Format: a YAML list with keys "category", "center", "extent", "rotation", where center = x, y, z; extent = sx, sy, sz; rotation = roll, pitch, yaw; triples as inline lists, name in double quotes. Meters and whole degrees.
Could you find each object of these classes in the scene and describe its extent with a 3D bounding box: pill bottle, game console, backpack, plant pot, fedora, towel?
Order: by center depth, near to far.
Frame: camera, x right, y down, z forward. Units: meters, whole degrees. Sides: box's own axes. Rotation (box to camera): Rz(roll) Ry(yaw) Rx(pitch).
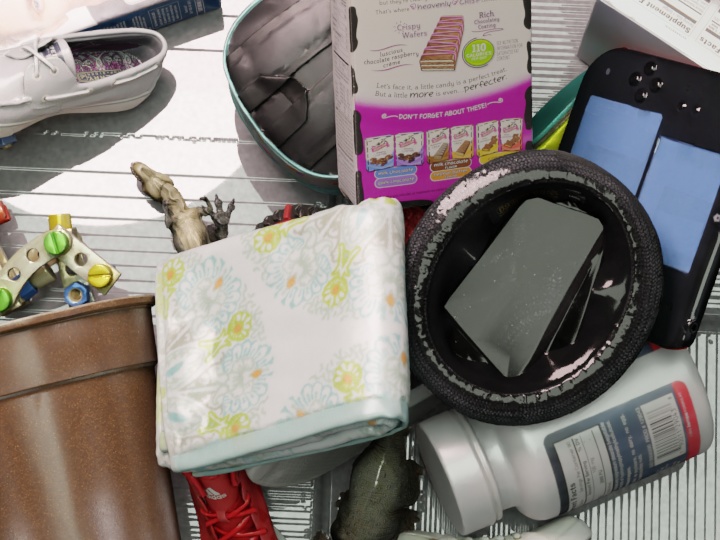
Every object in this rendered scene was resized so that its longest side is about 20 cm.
- category: "towel"
  center: [-0.058, 0.048, 1.550]
  extent: [0.200, 0.048, 0.171]
  rotation: [-14, 65, 25]
- category: "fedora"
  center: [0.118, 0.012, 1.584]
  extent: [0.200, 0.092, 0.201]
  rotation: [0, 91, 0]
- category: "plant pot"
  center: [-0.222, 0.137, 1.606]
  extent: [0.200, 0.200, 0.199]
  rotation: [-15, 87, -4]
- category: "game console"
  center: [0.207, -0.057, 1.617]
  extent: [0.031, 0.177, 0.200]
  rotation: [16, 95, -39]
- category: "pill bottle"
  center: [0.149, 0.116, 1.636]
  extent: [0.200, 0.120, 0.120]
  rotation: [-22, 80, -9]
- category: "backpack"
  center: [-0.004, -0.158, 1.676]
  extent: [0.200, 0.153, 0.176]
  rotation: [-39, 90, -11]

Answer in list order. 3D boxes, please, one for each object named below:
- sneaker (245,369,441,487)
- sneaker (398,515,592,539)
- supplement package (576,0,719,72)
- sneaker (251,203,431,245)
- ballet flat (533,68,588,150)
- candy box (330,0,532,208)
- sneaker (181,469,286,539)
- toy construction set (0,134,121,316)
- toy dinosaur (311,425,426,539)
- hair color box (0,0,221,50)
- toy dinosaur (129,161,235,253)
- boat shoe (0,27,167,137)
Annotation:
- category: "sneaker"
  center: [-0.030, 0.090, 1.643]
  extent: [0.200, 0.071, 0.099]
  rotation: [-23, 68, -41]
- category: "sneaker"
  center: [0.073, 0.217, 1.643]
  extent: [0.200, 0.073, 0.085]
  rotation: [-26, 82, -4]
- category: "supplement package"
  center: [0.288, -0.225, 1.694]
  extent: [0.151, 0.152, 0.200]
  rotation: [34, 80, 6]
- category: "sneaker"
  center: [0.000, 0.000, 1.676]
  extent: [0.200, 0.096, 0.079]
  rotation: [-6, 59, 29]
- category: "ballet flat"
  center: [0.132, -0.075, 1.715]
  extent: [0.200, 0.067, 0.067]
  rotation: [-41, 103, -5]
- category: "candy box"
  center: [0.051, -0.151, 1.571]
  extent: [0.136, 0.061, 0.200]
  rotation: [-8, 113, -15]
- category: "sneaker"
  center: [-0.100, 0.190, 1.620]
  extent: [0.078, 0.116, 0.200]
  rotation: [-22, 76, 5]
- category: "toy construction set"
  center: [-0.276, -0.048, 1.682]
  extent: [0.131, 0.092, 0.200]
  rotation: [-27, 76, 5]
- category: "toy dinosaur"
  center: [0.013, 0.163, 1.582]
  extent: [0.077, 0.102, 0.200]
  rotation: [30, 110, 1]
- category: "hair color box"
  center: [-0.220, -0.228, 1.736]
  extent: [0.200, 0.061, 0.100]
  rotation: [-20, 79, -4]
- category: "toy dinosaur"
  center: [-0.116, -0.005, 1.681]
  extent: [0.047, 0.088, 0.200]
  rotation: [-18, 80, -22]
- category: "boat shoe"
  center: [-0.235, -0.149, 1.670]
  extent: [0.200, 0.069, 0.072]
  rotation: [-6, 62, -33]
